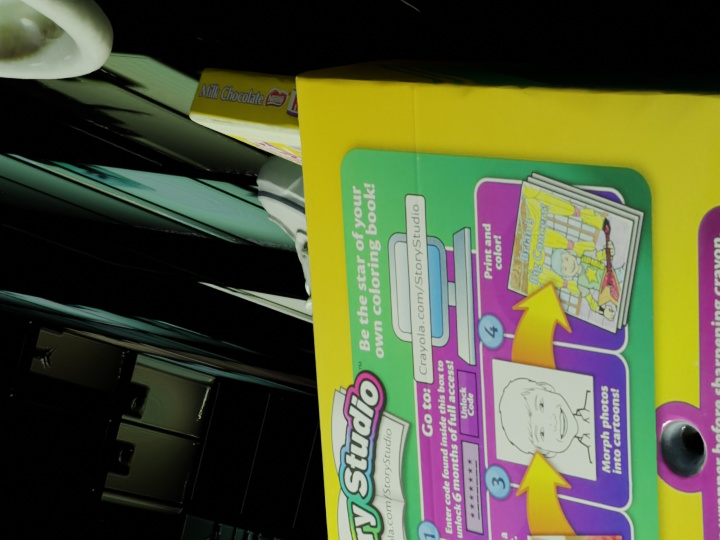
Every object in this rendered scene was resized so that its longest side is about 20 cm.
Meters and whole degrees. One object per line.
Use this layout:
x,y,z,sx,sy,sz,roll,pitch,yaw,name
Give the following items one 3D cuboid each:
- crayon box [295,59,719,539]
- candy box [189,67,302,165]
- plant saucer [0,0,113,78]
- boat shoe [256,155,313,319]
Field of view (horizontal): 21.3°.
0.062,0.037,0.600,0.058,0.201,0.172,-14,-164,-43,crayon box
0.037,-0.038,0.779,0.199,0.027,0.102,20,177,-43,candy box
-0.160,-0.105,0.519,0.199,0.051,0.200,13,173,2,plant saucer
0.000,0.000,0.857,0.073,0.067,0.200,21,-176,-30,boat shoe
